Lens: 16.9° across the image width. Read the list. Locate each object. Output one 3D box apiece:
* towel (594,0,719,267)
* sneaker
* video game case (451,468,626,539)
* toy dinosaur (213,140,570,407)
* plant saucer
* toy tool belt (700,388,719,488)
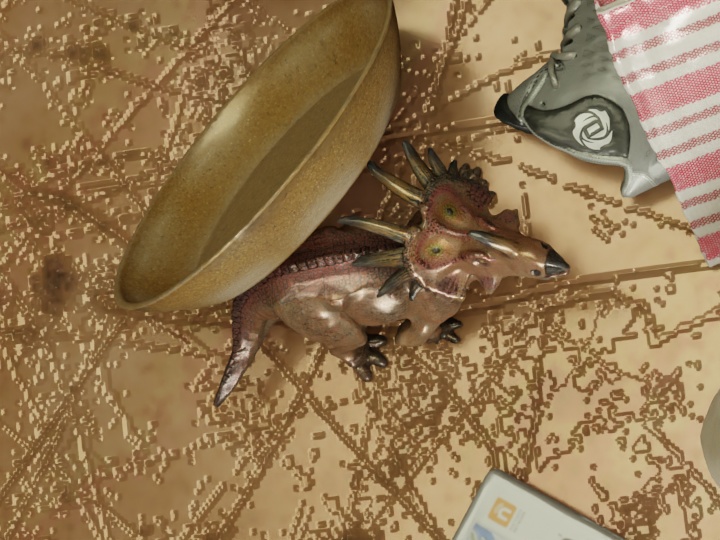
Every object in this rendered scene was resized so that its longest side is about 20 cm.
[{"bbox_3d":[0.199,-0.091,1.115,0.146,0.200,0.030,-20,46,11],"label":"towel"},{"bbox_3d":[0.103,-0.125,1.188,0.115,0.075,0.200,-31,79,11],"label":"sneaker"},{"bbox_3d":[0.096,0.227,1.180,0.182,0.022,0.200,28,92,15],"label":"video game case"},{"bbox_3d":[0.000,0.000,1.167,0.200,0.136,0.086,-22,80,11],"label":"toy dinosaur"},{"bbox_3d":[-0.041,-0.051,1.171,0.035,0.200,0.200,40,95,-17],"label":"plant saucer"},{"bbox_3d":[0.251,0.049,1.101,0.125,0.123,0.200,26,94,-24],"label":"toy tool belt"}]
